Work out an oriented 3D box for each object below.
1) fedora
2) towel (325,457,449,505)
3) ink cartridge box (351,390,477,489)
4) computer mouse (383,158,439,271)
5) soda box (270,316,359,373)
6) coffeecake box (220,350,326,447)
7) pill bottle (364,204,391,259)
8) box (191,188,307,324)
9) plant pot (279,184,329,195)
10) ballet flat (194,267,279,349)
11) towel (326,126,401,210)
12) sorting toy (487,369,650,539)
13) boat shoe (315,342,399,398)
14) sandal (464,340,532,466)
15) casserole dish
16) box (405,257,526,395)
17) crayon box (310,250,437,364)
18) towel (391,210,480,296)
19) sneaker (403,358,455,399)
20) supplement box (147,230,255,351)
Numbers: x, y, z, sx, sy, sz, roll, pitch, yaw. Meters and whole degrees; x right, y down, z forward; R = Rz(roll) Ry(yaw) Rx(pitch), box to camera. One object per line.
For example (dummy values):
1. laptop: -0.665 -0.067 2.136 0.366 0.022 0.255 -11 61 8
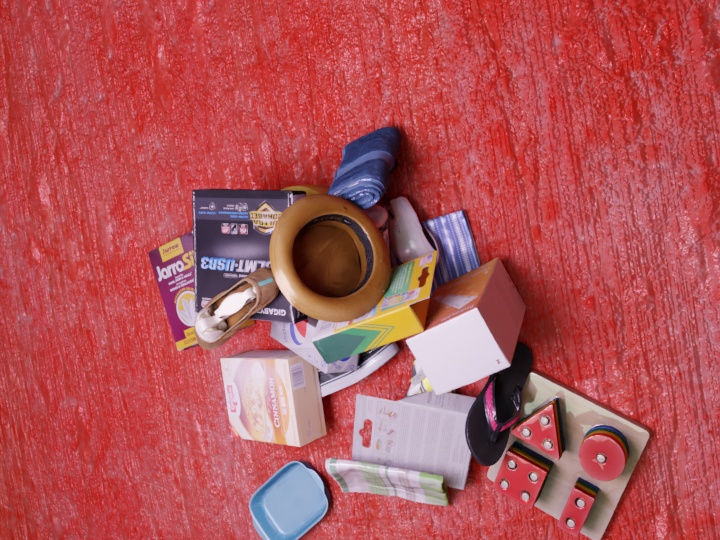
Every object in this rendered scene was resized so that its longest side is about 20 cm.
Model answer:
1. fedora: -0.052 -0.010 1.041 0.082 0.198 0.203 -35 79 54
2. towel: 0.048 0.359 1.209 0.196 0.150 0.031 5 63 16
3. ink cartridge box: 0.090 0.269 1.187 0.196 0.057 0.165 11 121 12
4. computer mouse: 0.063 -0.083 1.194 0.109 0.044 0.202 -39 68 19
5. soda box: -0.082 0.114 1.256 0.199 0.067 0.065 24 109 52
6. coffeecake box: -0.164 0.231 1.330 0.198 0.072 0.157 -6 94 43
7. pill bottle: 0.000 0.000 1.183 0.104 0.106 0.204 12 124 25
8. box: -0.176 -0.026 1.134 0.196 0.049 0.203 5 98 28
9. plant pot: -0.126 -0.043 1.238 0.197 0.188 0.206 4 98 28
10. ballet flat: -0.204 0.065 1.094 0.199 0.072 0.069 -34 85 28
11. towel: 0.004 -0.160 1.152 0.110 0.201 0.049 -24 117 29
12. sorting toy: 0.312 0.294 1.117 0.197 0.069 0.202 26 107 23
13. boat shoe: -0.021 0.162 1.273 0.198 0.072 0.072 -32 86 29
14. sandal: 0.218 0.200 1.110 0.074 0.045 0.203 27 74 -12
15. casserole dish: -0.132 0.446 1.385 0.200 0.039 0.122 -45 75 24
16. box: 0.164 0.079 1.085 0.123 0.200 0.099 -27 100 27
17. crayon box: 0.032 0.055 1.069 0.197 0.127 0.052 -22 115 25
18. towel: 0.104 -0.006 1.215 0.197 0.024 0.148 -16 89 28
19. sneaker: 0.116 0.212 1.208 0.075 0.075 0.204 16 109 15
20. supplement box: -0.305 0.035 1.388 0.129 0.103 0.204 -21 86 28
